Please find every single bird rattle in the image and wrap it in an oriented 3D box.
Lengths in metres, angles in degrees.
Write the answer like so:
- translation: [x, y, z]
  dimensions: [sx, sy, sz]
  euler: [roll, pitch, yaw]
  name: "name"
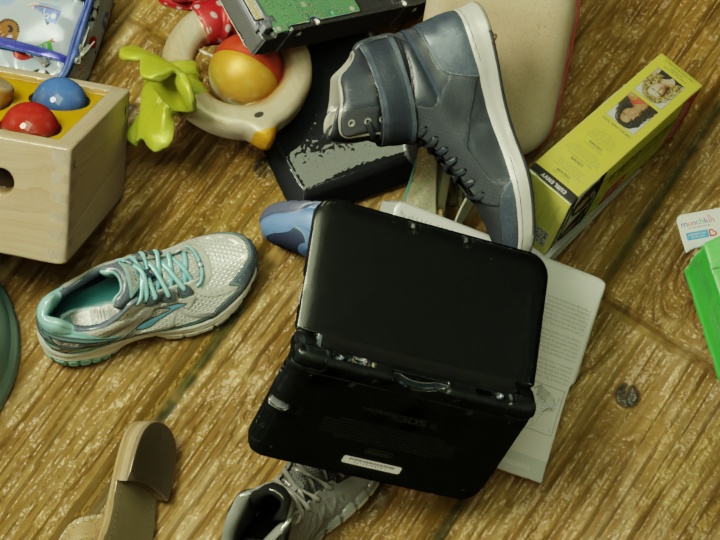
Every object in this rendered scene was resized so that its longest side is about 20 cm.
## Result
- translation: [-0.120, -0.181, 1.520]
  dimensions: [0.162, 0.113, 0.201]
  euler: [26, 54, -1]
  name: "bird rattle"

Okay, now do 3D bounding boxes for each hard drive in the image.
- translation: [-0.044, -0.265, 1.530]
  dimensions: [0.199, 0.038, 0.141]
  euler: [-19, 73, -41]
  name: "hard drive"
- translation: [-0.032, -0.156, 1.560]
  dimensions: [0.134, 0.042, 0.202]
  euler: [-19, 70, -4]
  name: "hard drive"

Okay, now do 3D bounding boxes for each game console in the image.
- translation: [0.029, 0.065, 1.367]
  dimensions: [0.198, 0.177, 0.117]
  euler: [14, 40, -18]
  name: "game console"

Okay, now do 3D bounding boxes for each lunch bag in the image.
- translation: [-0.323, -0.226, 1.584]
  dimensions: [0.198, 0.076, 0.162]
  euler: [14, 73, 9]
  name: "lunch bag"

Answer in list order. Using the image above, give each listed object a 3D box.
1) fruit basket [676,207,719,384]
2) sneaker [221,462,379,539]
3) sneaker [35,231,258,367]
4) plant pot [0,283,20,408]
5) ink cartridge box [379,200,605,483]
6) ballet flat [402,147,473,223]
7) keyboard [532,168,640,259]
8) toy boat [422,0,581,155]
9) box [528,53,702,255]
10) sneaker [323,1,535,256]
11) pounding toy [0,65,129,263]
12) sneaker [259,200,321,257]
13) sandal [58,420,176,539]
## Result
- translation: [0.375, 0.024, 1.464]
  dimensions: [0.198, 0.094, 0.187]
  euler: [-9, 69, -17]
  name: "fruit basket"
- translation: [-0.043, 0.172, 1.400]
  dimensions: [0.075, 0.116, 0.201]
  euler: [34, 75, 14]
  name: "sneaker"
- translation: [-0.177, 0.020, 1.478]
  dimensions: [0.198, 0.086, 0.078]
  euler: [-24, 71, -6]
  name: "sneaker"
- translation: [-0.391, 0.047, 1.453]
  dimensions: [0.198, 0.134, 0.202]
  euler: [-1, 69, 2]
  name: "plant pot"
- translation: [0.084, 0.058, 1.432]
  dimensions: [0.198, 0.043, 0.175]
  euler: [20, 86, -19]
  name: "ink cartridge box"
- translation: [0.079, -0.105, 1.471]
  dimensions: [0.062, 0.202, 0.067]
  euler: [26, 36, 27]
  name: "ballet flat"
- translation: [0.156, -0.038, 1.526]
  dimensions: [0.056, 0.011, 0.200]
  euler: [40, 76, 21]
  name: "keyboard"
- translation: [0.122, -0.205, 1.532]
  dimensions: [0.129, 0.131, 0.202]
  euler: [14, 113, 8]
  name: "toy boat"
- translation: [0.203, -0.098, 1.478]
  dimensions: [0.050, 0.076, 0.200]
  euler: [39, 54, 14]
  name: "box"
- translation: [0.050, -0.092, 1.385]
  dimensions: [0.145, 0.077, 0.204]
  euler: [-17, 94, -12]
  name: "sneaker"
- translation: [-0.312, -0.111, 1.457]
  dimensions: [0.198, 0.184, 0.144]
  euler: [11, 115, 7]
  name: "pounding toy"
- translation: [0.000, 0.000, 1.485]
  dimensions: [0.198, 0.074, 0.083]
  euler: [20, 79, 14]
  name: "sneaker"
- translation: [-0.210, 0.222, 1.428]
  dimensions: [0.069, 0.078, 0.213]
  euler: [-4, 58, 35]
  name: "sandal"
